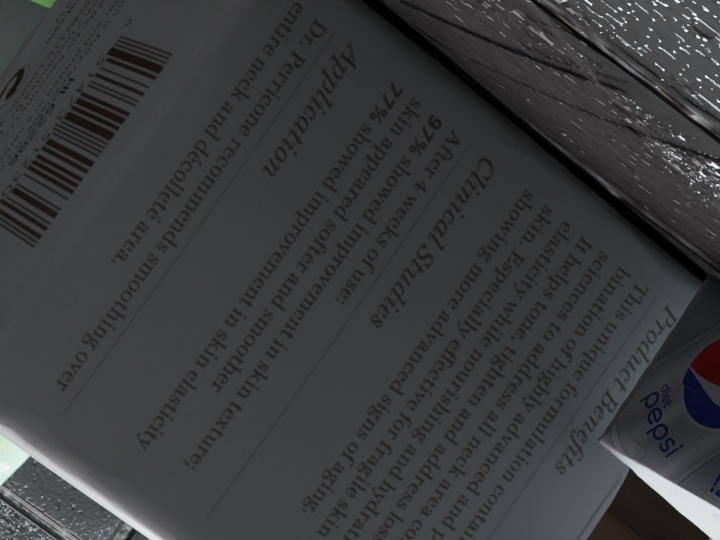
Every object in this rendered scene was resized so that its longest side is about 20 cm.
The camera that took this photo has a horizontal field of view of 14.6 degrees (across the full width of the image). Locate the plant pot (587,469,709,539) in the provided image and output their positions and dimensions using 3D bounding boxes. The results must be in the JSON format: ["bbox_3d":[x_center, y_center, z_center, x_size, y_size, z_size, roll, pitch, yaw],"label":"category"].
[{"bbox_3d":[0.074,0.062,1.158,0.200,0.093,0.201,35,176,3],"label":"plant pot"}]

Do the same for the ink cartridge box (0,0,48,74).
[{"bbox_3d":[-0.197,-0.065,1.198,0.199,0.084,0.144,7,149,35],"label":"ink cartridge box"}]

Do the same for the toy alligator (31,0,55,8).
[{"bbox_3d":[-0.053,-0.072,1.016,0.200,0.059,0.054,38,135,-27],"label":"toy alligator"}]

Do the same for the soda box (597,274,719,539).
[{"bbox_3d":[0.161,0.083,0.886,0.068,0.064,0.200,29,172,48],"label":"soda box"}]

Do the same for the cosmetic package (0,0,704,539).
[{"bbox_3d":[-0.027,0.011,0.908,0.200,0.168,0.166,38,174,-23],"label":"cosmetic package"}]

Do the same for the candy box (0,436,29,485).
[{"bbox_3d":[-0.203,-0.003,1.134,0.199,0.077,0.169,30,152,-10],"label":"candy box"}]
